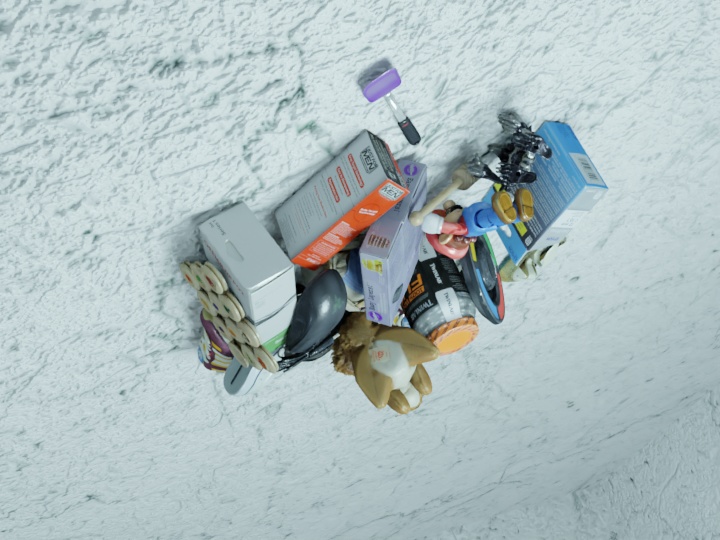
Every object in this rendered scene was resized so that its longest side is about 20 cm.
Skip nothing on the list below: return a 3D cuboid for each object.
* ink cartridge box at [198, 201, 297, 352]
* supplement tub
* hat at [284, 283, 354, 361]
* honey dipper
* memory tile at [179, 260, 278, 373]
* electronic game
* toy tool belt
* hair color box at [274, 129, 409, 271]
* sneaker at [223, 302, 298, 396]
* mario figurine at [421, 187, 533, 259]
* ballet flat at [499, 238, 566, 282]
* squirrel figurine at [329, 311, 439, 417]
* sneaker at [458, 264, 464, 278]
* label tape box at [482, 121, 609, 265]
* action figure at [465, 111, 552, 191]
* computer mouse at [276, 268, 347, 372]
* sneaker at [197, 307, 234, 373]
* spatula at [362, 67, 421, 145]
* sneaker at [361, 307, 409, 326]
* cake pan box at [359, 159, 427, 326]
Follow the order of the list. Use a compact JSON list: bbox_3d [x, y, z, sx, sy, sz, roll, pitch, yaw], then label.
[{"bbox_3d":[-0.166,0.016,1.361,0.084,0.147,0.201,-31,154,-20],"label":"ink cartridge box"},{"bbox_3d":[0.126,0.040,1.574,0.121,0.202,0.123,-18,150,-11],"label":"supplement tub"},{"bbox_3d":[-0.111,0.078,1.583,0.197,0.082,0.202,-14,140,-12],"label":"hat"},{"bbox_3d":[0.132,-0.120,1.394,0.200,0.038,0.038,-40,169,-46],"label":"honey dipper"},{"bbox_3d":[-0.203,0.072,1.366,0.017,0.202,0.153,-38,-160,-22],"label":"memory tile"},{"bbox_3d":[0.217,-0.004,1.579,0.041,0.203,0.200,-17,154,19],"label":"electronic game"},{"bbox_3d":[0.000,0.000,1.499,0.122,0.127,0.199,-31,152,29],"label":"toy tool belt"},{"bbox_3d":[-0.031,-0.101,1.329,0.199,0.103,0.061,-38,144,24],"label":"hair color box"},{"bbox_3d":[-0.157,0.126,1.501,0.201,0.073,0.070,-53,151,18],"label":"sneaker"},{"bbox_3d":[0.174,-0.094,1.425,0.123,0.107,0.199,31,149,-28],"label":"mario figurine"},{"bbox_3d":[0.340,-0.022,1.777,0.070,0.071,0.201,-2,143,-35],"label":"ballet flat"},{"bbox_3d":[0.042,0.164,1.572,0.142,0.199,0.187,-48,156,-9],"label":"squirrel figurine"},{"bbox_3d":[0.206,0.028,1.750,0.079,0.075,0.201,-17,149,-9],"label":"sneaker"},{"bbox_3d":[0.304,-0.125,1.501,0.065,0.145,0.201,-1,143,-34],"label":"label tape box"},{"bbox_3d":[0.232,-0.184,1.399,0.120,0.101,0.200,-60,-175,7],"label":"action figure"},{"bbox_3d":[-0.062,0.083,1.398,0.138,0.053,0.202,-30,151,-40],"label":"computer mouse"},{"bbox_3d":[-0.249,0.130,1.552,0.089,0.076,0.201,-20,146,5],"label":"sneaker"},{"bbox_3d":[0.053,-0.226,1.275,0.056,0.021,0.200,-31,151,7],"label":"spatula"},{"bbox_3d":[0.061,0.074,1.692,0.197,0.091,0.075,-18,151,-12],"label":"sneaker"},{"bbox_3d":[0.057,-0.045,1.408,0.051,0.202,0.185,16,149,13],"label":"cake pan box"}]
